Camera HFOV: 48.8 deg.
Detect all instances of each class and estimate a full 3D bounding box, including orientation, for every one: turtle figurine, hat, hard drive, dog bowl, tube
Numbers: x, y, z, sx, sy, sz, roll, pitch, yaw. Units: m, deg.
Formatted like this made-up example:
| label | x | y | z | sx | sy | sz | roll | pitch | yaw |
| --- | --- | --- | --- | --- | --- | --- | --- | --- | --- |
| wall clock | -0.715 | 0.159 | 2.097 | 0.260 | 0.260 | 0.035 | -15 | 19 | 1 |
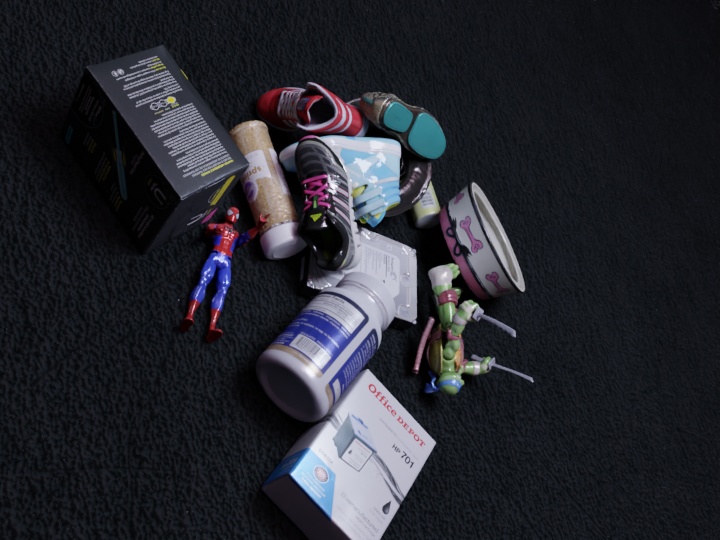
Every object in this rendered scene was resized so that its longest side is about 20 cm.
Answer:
| label | x | y | z | sx | sy | sz | roll | pitch | yaw |
| --- | --- | --- | --- | --- | --- | --- | --- | --- | --- |
| turtle figurine | 0.174 | 0.090 | 1.221 | 0.143 | 0.199 | 0.197 | 28 | 40 | -39 |
| hat | 0.017 | -0.180 | 1.309 | 0.197 | 0.081 | 0.205 | 4 | 80 | -23 |
| hard drive | 0.000 | 0.000 | 1.228 | 0.197 | 0.038 | 0.142 | 22 | 54 | -26 |
| dog bowl | 0.200 | -0.042 | 1.328 | 0.201 | 0.073 | 0.202 | 54 | 21 | -31 |
| tube | 0.094 | -0.171 | 1.395 | 0.051 | 0.058 | 0.203 | -18 | 66 | 5 |

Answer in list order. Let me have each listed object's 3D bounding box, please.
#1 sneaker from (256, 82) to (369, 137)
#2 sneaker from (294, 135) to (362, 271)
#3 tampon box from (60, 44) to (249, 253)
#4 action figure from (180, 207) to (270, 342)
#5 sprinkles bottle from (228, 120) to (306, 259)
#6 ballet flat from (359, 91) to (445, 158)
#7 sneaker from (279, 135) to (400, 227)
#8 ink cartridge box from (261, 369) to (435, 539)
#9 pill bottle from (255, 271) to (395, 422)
| label | x | y | z | sx | sy | sz | roll | pitch | yaw |
| --- | --- | --- | --- | --- | --- | --- | --- | --- | --- |
| sneaker | -0.094 | -0.246 | 1.199 | 0.112 | 0.197 | 0.073 | 4 | 100 | -65 |
| sneaker | -0.053 | -0.089 | 1.121 | 0.087 | 0.072 | 0.204 | -37 | 115 | -64 |
| tampon box | -0.271 | -0.158 | 1.041 | 0.126 | 0.150 | 0.201 | -34 | 87 | -43 |
| action figure | -0.181 | -0.017 | 1.066 | 0.064 | 0.099 | 0.203 | 25 | 50 | -24 |
| sprinkles bottle | -0.139 | -0.119 | 1.173 | 0.067 | 0.068 | 0.203 | -7 | 68 | -39 |
| ballet flat | 0.064 | -0.236 | 1.246 | 0.075 | 0.069 | 0.199 | 36 | 10 | 34 |
| sneaker | -0.022 | -0.130 | 1.196 | 0.196 | 0.079 | 0.133 | -4 | 82 | -21 |
| ink cartridge box | -0.011 | 0.255 | 1.038 | 0.147 | 0.086 | 0.200 | 46 | 48 | -5 |
| pill bottle | -0.041 | 0.097 | 1.075 | 0.116 | 0.116 | 0.200 | 46 | 52 | -4 |
